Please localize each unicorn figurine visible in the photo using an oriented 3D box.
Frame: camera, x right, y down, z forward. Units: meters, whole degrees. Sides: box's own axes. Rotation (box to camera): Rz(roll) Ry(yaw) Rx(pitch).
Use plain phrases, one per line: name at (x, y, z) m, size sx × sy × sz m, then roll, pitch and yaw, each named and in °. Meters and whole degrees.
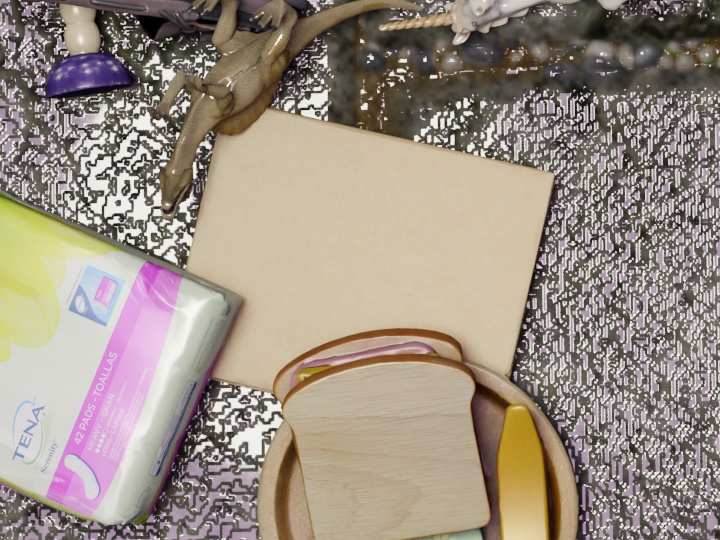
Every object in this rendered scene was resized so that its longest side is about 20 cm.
unicorn figurine at (0.122, -0.195, 1.678) m, size 0.074 × 0.137 × 0.200 m, roll 42°, pitch 69°, yaw -21°

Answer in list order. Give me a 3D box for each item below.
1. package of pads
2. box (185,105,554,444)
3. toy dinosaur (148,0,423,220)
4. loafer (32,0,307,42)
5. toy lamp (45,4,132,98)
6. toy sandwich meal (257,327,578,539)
package of pads at (-0.188, 0.047, 1.699) m, size 0.200 × 0.068 × 0.155 m, roll 24°, pitch 93°, yaw 11°
box at (0.000, 0.000, 1.719) m, size 0.200 × 0.021 × 0.164 m, roll 13°, pitch 90°, yaw 4°
toy dinosaur at (-0.060, -0.120, 1.673) m, size 0.200 × 0.101 × 0.058 m, roll -43°, pitch 61°, yaw -14°
loafer at (-0.127, -0.160, 1.681) m, size 0.200 × 0.072 × 0.063 m, roll 17°, pitch 94°, yaw -28°
toy lamp at (-0.171, -0.203, 1.720) m, size 0.058 × 0.058 × 0.200 m, roll -9°, pitch 91°, yaw 4°
toy sandwich meal at (0.030, 0.133, 1.676) m, size 0.205 × 0.070 × 0.206 m, roll 1°, pitch 99°, yaw 6°
